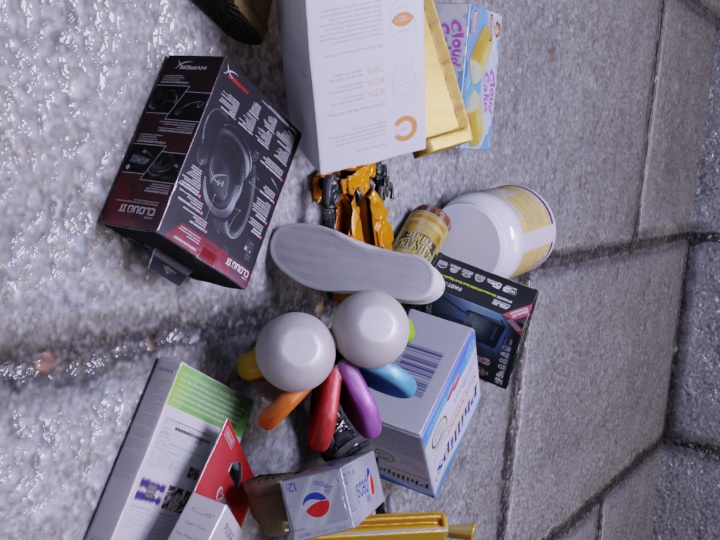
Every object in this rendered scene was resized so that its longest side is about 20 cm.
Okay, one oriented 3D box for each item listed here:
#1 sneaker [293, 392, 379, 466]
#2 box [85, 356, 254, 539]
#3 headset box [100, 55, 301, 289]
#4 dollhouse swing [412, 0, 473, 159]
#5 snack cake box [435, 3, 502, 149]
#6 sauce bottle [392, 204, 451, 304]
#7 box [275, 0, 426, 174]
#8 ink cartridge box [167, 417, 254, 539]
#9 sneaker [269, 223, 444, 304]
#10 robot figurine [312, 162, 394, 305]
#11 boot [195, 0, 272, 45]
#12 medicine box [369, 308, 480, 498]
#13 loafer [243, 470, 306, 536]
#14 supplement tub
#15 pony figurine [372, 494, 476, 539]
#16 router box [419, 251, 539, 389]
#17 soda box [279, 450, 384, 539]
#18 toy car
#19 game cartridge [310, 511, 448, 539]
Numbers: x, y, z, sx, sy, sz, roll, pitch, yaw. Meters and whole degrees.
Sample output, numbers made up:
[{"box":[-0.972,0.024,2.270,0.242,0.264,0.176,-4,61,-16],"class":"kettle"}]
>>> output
[{"box":[-0.028,0.191,1.130,0.071,0.099,0.200,-33,131,-16],"class":"sneaker"},{"box":[-0.191,0.205,0.946,0.144,0.036,0.200,43,63,-54],"class":"box"},{"box":[-0.152,-0.084,0.892,0.149,0.077,0.200,38,67,-55],"class":"headset box"},{"box":[0.022,-0.228,1.121,0.182,0.176,0.200,-117,-170,-85],"class":"dollhouse swing"},{"box":[0.146,-0.278,1.328,0.115,0.067,0.200,-10,107,-56],"class":"snack cake box"},{"box":[0.064,-0.004,1.265,0.200,0.066,0.066,-62,144,-34],"class":"sauce bottle"},{"box":[-0.009,-0.218,0.938,0.124,0.097,0.200,-16,127,-17],"class":"box"},{"box":[-0.143,0.278,0.969,0.200,0.045,0.176,83,27,-57],"class":"ink cartridge box"},{"box":[0.000,0.000,1.068,0.116,0.200,0.074,24,83,-73],"class":"sneaker"},{"box":[-0.009,-0.059,1.145,0.145,0.058,0.200,-43,134,-45],"class":"robot figurine"},{"box":[-0.113,-0.351,0.899,0.175,0.066,0.200,48,57,-66],"class":"boot"},{"box":[0.088,0.191,1.299,0.182,0.103,0.200,-60,154,-29],"class":"medicine box"},{"box":[-0.089,0.266,1.047,0.200,0.076,0.068,43,40,-74],"class":"loafer"},{"box":[0.201,-0.053,1.403,0.200,0.145,0.146,-16,112,-56],"class":"supplement tub"},{"box":[0.053,0.380,1.274,0.193,0.200,0.167,88,23,-48],"class":"pony figurine"},{"box":[0.162,0.076,1.314,0.062,0.150,0.200,-59,162,-31],"class":"router box"},{"box":[-0.026,0.243,1.000,0.200,0.068,0.064,32,44,-78],"class":"soda box"},{"box":[-0.027,0.117,0.998,0.175,0.200,0.150,124,-52,-72],"class":"toy car"},{"box":[0.007,0.369,1.145,0.200,0.176,0.032,100,-14,-45],"class":"game cartridge"}]
